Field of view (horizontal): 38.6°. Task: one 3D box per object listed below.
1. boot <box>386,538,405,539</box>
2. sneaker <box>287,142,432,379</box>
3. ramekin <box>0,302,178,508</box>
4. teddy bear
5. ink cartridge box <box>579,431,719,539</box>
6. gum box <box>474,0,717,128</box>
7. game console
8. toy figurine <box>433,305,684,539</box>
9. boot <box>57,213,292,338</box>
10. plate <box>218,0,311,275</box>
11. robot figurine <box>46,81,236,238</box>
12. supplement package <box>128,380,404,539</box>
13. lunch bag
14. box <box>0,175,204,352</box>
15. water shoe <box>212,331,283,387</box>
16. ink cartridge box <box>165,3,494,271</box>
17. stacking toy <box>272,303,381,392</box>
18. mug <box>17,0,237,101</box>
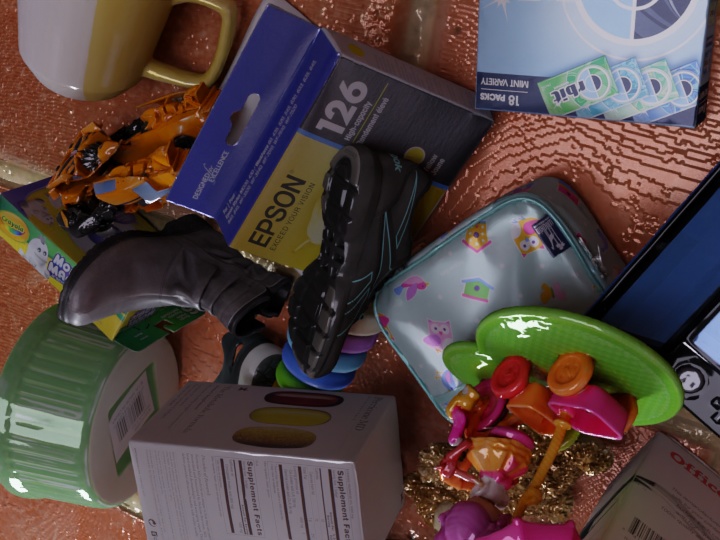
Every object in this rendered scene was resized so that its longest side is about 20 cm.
[{"bbox_3d":[-0.031,0.219,0.981,0.144,0.071,0.202,-4,110,25],"label":"boot"},{"bbox_3d":[0.000,0.000,0.819,0.075,0.079,0.200,48,126,50],"label":"sneaker"},{"bbox_3d":[-0.262,0.136,1.013,0.097,0.200,0.201,11,112,17],"label":"ramekin"},{"bbox_3d":[0.119,0.180,0.868,0.200,0.145,0.067,-24,51,28],"label":"teddy bear"},{"bbox_3d":[0.235,0.232,0.768,0.145,0.200,0.084,40,123,12],"label":"ink cartridge box"},{"bbox_3d":[0.171,-0.213,0.747,0.169,0.045,0.201,10,111,25],"label":"gum box"},{"bbox_3d":[0.274,0.026,0.710,0.171,0.118,0.200,42,112,11],"label":"game console"},{"bbox_3d":[0.101,0.142,0.703,0.150,0.184,0.200,40,152,-28],"label":"toy figurine"},{"bbox_3d":[-0.155,0.018,0.910,0.131,0.200,0.070,33,128,20],"label":"boot"},{"bbox_3d":[-0.061,-0.107,0.916,0.200,0.032,0.200,42,120,10],"label":"plate"},{"bbox_3d":[-0.206,-0.102,0.928,0.200,0.145,0.058,-10,137,38],"label":"robot figurine"},{"bbox_3d":[-0.075,0.171,0.871,0.199,0.114,0.110,1,112,19],"label":"supplement package"},{"bbox_3d":[0.121,0.031,0.835,0.200,0.077,0.161,-34,89,32],"label":"lunch bag"},{"bbox_3d":[-0.246,-0.012,0.997,0.200,0.117,0.048,42,124,10],"label":"box"},{"bbox_3d":[-0.116,0.148,1.021,0.079,0.071,0.200,40,123,41],"label":"water shoe"},{"bbox_3d":[-0.026,-0.087,0.828,0.200,0.047,0.198,16,125,-27],"label":"ink cartridge box"},{"bbox_3d":[-0.045,0.104,0.938,0.085,0.085,0.200,30,115,17],"label":"stacking toy"},{"bbox_3d":[-0.224,-0.225,0.904,0.186,0.149,0.153,40,129,21],"label":"mug"}]
